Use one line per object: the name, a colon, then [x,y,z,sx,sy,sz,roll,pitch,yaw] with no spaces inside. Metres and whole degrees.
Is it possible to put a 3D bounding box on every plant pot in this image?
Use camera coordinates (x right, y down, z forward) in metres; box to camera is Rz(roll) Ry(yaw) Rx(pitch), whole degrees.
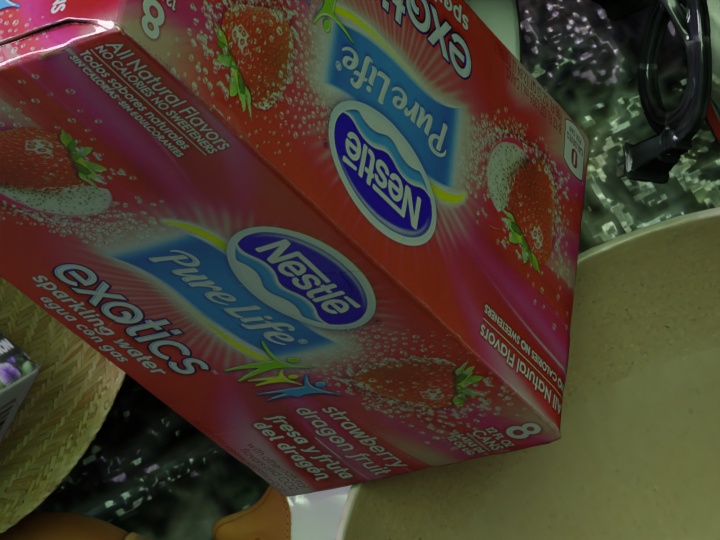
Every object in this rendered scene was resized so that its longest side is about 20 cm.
plant pot: [0.110,0.099,0.702,0.200,0.135,0.201,-19,39,16]

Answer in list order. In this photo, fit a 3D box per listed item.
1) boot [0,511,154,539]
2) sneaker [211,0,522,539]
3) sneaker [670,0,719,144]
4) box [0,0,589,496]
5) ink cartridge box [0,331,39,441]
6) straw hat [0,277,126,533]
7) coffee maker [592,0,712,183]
boot: [-0.112,0.163,0.737,0.154,0.074,0.200,10,61,10]
sneaker: [0.000,0.000,0.786,0.084,0.073,0.201,11,73,3]
sneaker: [0.108,-0.123,0.814,0.070,0.093,0.200,-26,73,-7]
box: [-0.030,-0.034,0.659,0.095,0.200,0.100,-13,53,31]
ink cartridge box: [-0.191,0.007,0.710,0.200,0.109,0.050,40,34,12]
straw hat: [-0.142,-0.009,0.781,0.200,0.085,0.202,1,93,17]
coffee maker: [-0.005,-0.134,0.721,0.199,0.135,0.193,0,55,-20]
